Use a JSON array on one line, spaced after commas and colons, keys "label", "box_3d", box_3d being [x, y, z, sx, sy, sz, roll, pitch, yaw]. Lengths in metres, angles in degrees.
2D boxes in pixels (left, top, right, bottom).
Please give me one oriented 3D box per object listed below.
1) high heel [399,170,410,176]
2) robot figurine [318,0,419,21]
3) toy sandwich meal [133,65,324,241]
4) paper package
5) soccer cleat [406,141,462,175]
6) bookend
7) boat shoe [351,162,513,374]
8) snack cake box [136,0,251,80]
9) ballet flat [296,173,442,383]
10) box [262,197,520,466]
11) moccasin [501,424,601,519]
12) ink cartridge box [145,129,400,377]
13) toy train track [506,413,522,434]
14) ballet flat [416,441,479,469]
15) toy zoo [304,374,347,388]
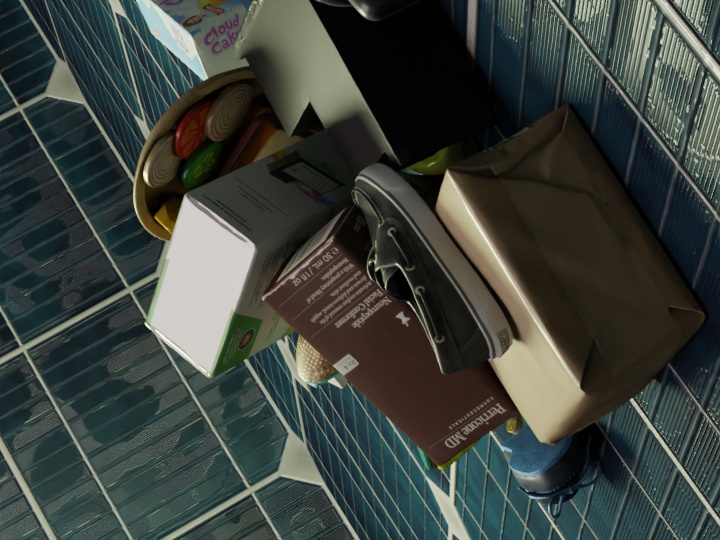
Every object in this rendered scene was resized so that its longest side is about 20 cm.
[{"label": "high heel", "box_3d": [0.033, -0.014, 1.620, 0.071, 0.143, 0.200, 18, -179, -24]}, {"label": "robot figurine", "box_3d": [-0.015, -0.265, 1.259, 0.200, 0.125, 0.150, 54, 124, 29]}, {"label": "toy sandwich meal", "box_3d": [-0.106, -0.088, 1.599, 0.070, 0.205, 0.205, 43, 162, 32]}, {"label": "paper package", "box_3d": [0.137, 0.009, 1.309, 0.191, 0.103, 0.200, 58, 170, 12]}, {"label": "soccer cleat", "box_3d": [0.045, -0.117, 1.564, 0.084, 0.065, 0.200, 33, 179, -29]}, {"label": "bookend", "box_3d": [-0.002, -0.152, 1.461, 0.200, 0.092, 0.199, 61, 159, 10]}, {"label": "boat shoe", "box_3d": [0.037, -0.004, 1.317, 0.200, 0.057, 0.069, 53, 167, 40]}, {"label": "snack cake box", "box_3d": [-0.146, -0.266, 1.853, 0.200, 0.115, 0.067, 43, 159, 57]}, {"label": "ballet flat", "box_3d": [0.000, 0.000, 1.504, 0.070, 0.200, 0.065, 28, 170, 42]}, {"label": "box", "box_3d": [0.032, 0.047, 1.422, 0.200, 0.075, 0.100, 42, 129, -9]}, {"label": "moccasin", "box_3d": [0.179, 0.176, 1.658, 0.068, 0.080, 0.200, 56, -177, -2]}, {"label": "ink cartridge box", "box_3d": [-0.072, -0.019, 1.537, 0.084, 0.200, 0.145, 37, 128, 20]}, {"label": "toy train track", "box_3d": [0.116, 0.124, 1.638, 0.115, 0.033, 0.200, 24, 166, -28]}, {"label": "ballet flat", "box_3d": [0.061, 0.103, 1.561, 0.200, 0.067, 0.067, 65, -177, -52]}, {"label": "toy zoo", "box_3d": [0.003, 0.028, 1.749, 0.020, 0.200, 0.131, 24, 157, 16]}]
